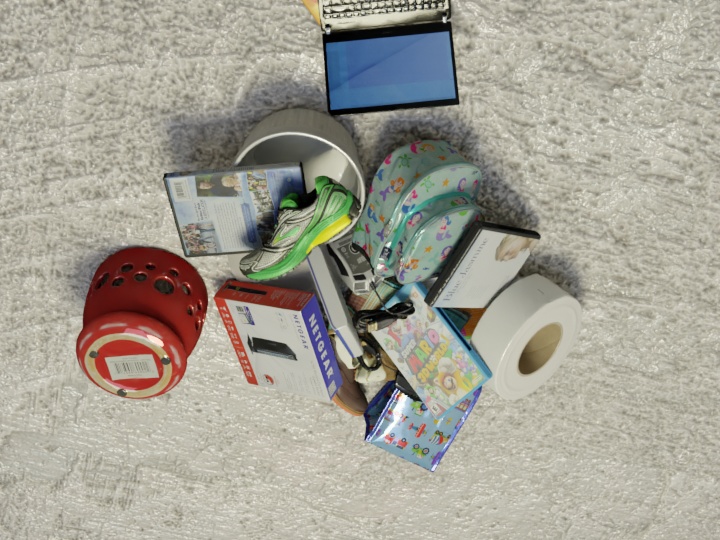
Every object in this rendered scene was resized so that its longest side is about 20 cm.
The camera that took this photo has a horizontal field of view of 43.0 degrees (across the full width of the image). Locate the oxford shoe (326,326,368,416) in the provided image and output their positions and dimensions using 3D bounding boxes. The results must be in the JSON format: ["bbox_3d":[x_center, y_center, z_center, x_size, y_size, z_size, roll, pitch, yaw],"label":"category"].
[{"bbox_3d":[-0.028,0.182,1.625,0.072,0.071,0.200,-24,123,15],"label":"oxford shoe"}]

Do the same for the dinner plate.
[{"bbox_3d":[-0.121,-0.014,1.504,0.198,0.024,0.201,1,127,1],"label":"dinner plate"}]

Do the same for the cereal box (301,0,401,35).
[{"bbox_3d":[0.006,-0.405,1.183,0.199,0.040,0.144,-28,124,22],"label":"cereal box"}]

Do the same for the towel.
[{"bbox_3d":[0.069,0.085,1.550,0.199,0.022,0.147,24,131,-5],"label":"towel"}]

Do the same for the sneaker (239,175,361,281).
[{"bbox_3d":[-0.098,-0.062,1.288,0.200,0.078,0.085,-38,113,16],"label":"sneaker"}]

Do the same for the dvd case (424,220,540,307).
[{"bbox_3d":[0.188,-0.005,1.379,0.199,0.018,0.143,4,123,-54],"label":"dvd case"}]

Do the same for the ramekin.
[{"bbox_3d":[-0.090,-0.142,1.351,0.198,0.105,0.201,1,128,2],"label":"ramekin"}]

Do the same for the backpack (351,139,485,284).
[{"bbox_3d":[0.093,-0.086,1.351,0.177,0.151,0.201,-11,130,-35],"label":"backpack"}]

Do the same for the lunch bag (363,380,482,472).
[{"bbox_3d":[0.118,0.245,1.667,0.150,0.094,0.201,27,114,-16],"label":"lunch bag"}]

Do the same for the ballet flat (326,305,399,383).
[{"bbox_3d":[0.002,0.145,1.562,0.067,0.073,0.200,-9,132,36],"label":"ballet flat"}]

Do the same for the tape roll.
[{"bbox_3d":[0.269,0.109,1.490,0.202,0.071,0.203,-26,136,-28],"label":"tape roll"}]

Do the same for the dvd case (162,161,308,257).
[{"bbox_3d":[-0.172,-0.085,1.320,0.198,0.018,0.143,-4,128,4],"label":"dvd case"}]

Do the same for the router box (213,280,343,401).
[{"bbox_3d":[-0.137,0.117,1.540,0.178,0.049,0.201,7,130,31],"label":"router box"}]

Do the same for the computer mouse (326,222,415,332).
[{"bbox_3d":[0.000,0.000,1.447,0.109,0.201,0.044,-23,174,-28],"label":"computer mouse"}]

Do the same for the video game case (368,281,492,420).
[{"bbox_3d":[0.108,0.128,1.485,0.200,0.018,0.143,53,132,11],"label":"video game case"}]

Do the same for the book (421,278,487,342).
[{"bbox_3d":[0.169,0.047,1.530,0.133,0.048,0.201,-12,126,15],"label":"book"}]

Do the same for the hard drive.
[{"bbox_3d":[-0.039,0.052,1.410,0.025,0.133,0.200,-21,162,0],"label":"hard drive"}]

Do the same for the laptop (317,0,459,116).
[{"bbox_3d":[0.033,-0.316,1.166,0.176,0.104,0.201,-5,132,1],"label":"laptop"}]

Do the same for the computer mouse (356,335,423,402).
[{"bbox_3d":[0.062,0.169,1.558,0.200,0.059,0.034,34,165,-33],"label":"computer mouse"}]

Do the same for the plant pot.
[{"bbox_3d":[-0.359,0.091,1.495,0.199,0.183,0.202,1,126,1],"label":"plant pot"}]
